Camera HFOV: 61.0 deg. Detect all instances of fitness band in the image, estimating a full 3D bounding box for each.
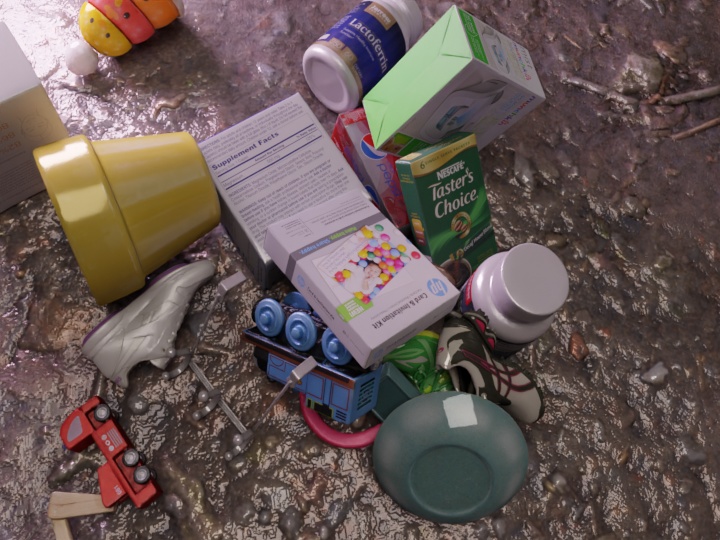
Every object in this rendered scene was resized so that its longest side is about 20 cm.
[{"bbox_3d":[0.009,0.154,0.837,0.196,0.038,0.146,-29,77,-19],"label":"fitness band"}]

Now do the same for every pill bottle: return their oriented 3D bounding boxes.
[{"bbox_3d":[0.193,0.046,0.819,0.115,0.201,0.124,3,67,-8],"label":"pill bottle"},{"bbox_3d":[0.008,-0.358,0.984,0.115,0.116,0.201,39,68,7],"label":"pill bottle"}]

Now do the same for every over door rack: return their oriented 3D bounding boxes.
[{"bbox_3d":[-0.161,0.125,0.740,0.148,0.201,0.066,47,33,10],"label":"over door rack"}]

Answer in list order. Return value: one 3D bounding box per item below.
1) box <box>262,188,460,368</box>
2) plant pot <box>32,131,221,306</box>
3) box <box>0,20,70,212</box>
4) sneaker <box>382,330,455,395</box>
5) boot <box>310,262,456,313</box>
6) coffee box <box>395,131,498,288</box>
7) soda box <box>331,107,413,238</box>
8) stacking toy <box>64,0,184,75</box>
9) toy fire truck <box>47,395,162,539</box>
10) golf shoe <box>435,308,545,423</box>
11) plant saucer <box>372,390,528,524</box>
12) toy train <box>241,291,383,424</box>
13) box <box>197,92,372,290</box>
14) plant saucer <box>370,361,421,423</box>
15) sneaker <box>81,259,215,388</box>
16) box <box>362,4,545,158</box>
[{"bbox_3d":[0.000,0.000,0.733,0.153,0.042,0.201,-25,62,-36],"label":"box"},{"bbox_3d":[-0.290,-0.086,0.793,0.185,0.202,0.204,-24,75,-23],"label":"plant pot"},{"bbox_3d":[-0.473,-0.187,0.793,0.150,0.201,0.108,-33,79,-19],"label":"box"},{"bbox_3d":[0.101,0.144,0.796,0.197,0.074,0.085,33,42,-24],"label":"sneaker"},{"bbox_3d":[0.020,0.051,0.832,0.194,0.072,0.148,6,46,27],"label":"boot"},{"bbox_3d":[0.128,-0.080,0.877,0.120,0.044,0.206,-24,112,-23],"label":"coffee box"},{"bbox_3d":[0.027,-0.144,0.931,0.062,0.070,0.204,-20,75,-21],"label":"soda box"},{"bbox_3d":[-0.379,-0.381,0.940,0.144,0.146,0.203,35,86,5],"label":"stacking toy"},{"bbox_3d":[-0.318,0.272,0.732,0.140,0.049,0.201,-36,79,-19],"label":"toy fire truck"},{"bbox_3d":[0.159,0.141,0.774,0.201,0.076,0.089,48,57,-20],"label":"golf shoe"},{"bbox_3d":[0.109,0.244,0.747,0.195,0.206,0.039,17,24,-2],"label":"plant saucer"},{"bbox_3d":[-0.061,0.103,0.758,0.195,0.086,0.118,17,105,28],"label":"toy train"},{"bbox_3d":[-0.114,-0.114,0.878,0.181,0.105,0.203,-31,78,-19],"label":"box"},{"bbox_3d":[0.078,0.207,0.784,0.200,0.069,0.019,47,26,-9],"label":"plant saucer"},{"bbox_3d":[-0.264,0.068,0.815,0.199,0.075,0.100,-42,95,-17],"label":"sneaker"},{"bbox_3d":[0.132,-0.250,0.887,0.173,0.198,0.100,9,58,-41],"label":"box"}]
